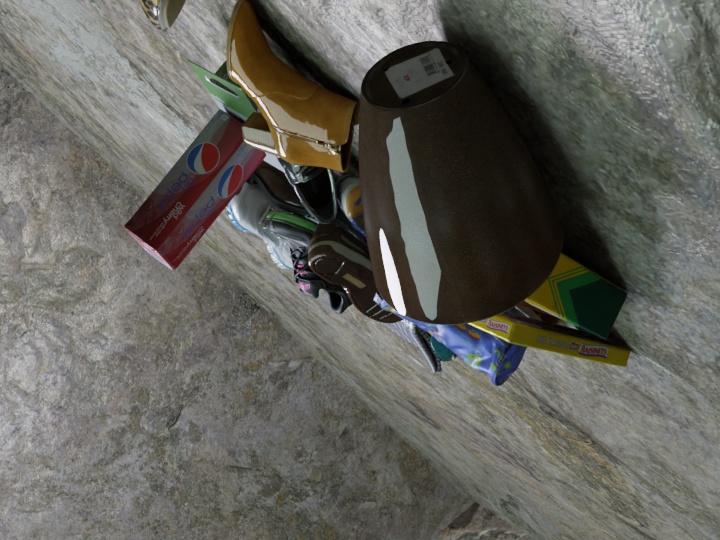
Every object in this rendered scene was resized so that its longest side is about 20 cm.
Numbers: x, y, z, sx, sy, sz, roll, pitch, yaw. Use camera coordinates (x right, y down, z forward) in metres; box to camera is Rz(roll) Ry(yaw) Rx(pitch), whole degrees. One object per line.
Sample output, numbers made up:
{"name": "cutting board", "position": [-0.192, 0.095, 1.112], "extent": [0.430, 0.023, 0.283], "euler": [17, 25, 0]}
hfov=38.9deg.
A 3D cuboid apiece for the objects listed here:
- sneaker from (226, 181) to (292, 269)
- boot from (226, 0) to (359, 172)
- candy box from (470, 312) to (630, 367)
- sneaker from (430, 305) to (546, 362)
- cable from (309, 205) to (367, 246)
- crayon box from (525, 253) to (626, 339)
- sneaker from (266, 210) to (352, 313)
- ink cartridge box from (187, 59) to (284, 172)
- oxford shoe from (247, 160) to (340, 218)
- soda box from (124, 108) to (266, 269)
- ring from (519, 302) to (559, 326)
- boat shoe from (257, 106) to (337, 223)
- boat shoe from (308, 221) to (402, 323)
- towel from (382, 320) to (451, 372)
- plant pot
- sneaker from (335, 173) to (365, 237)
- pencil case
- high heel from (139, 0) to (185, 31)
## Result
{"name": "sneaker", "position": [-0.117, -0.063, 1.506], "extent": [0.086, 0.076, 0.200], "euler": [20, 163, 42]}
{"name": "boot", "position": [-0.071, -0.206, 1.151], "extent": [0.141, 0.071, 0.204], "euler": [12, 136, 16]}
{"name": "candy box", "position": [0.212, 0.074, 1.183], "extent": [0.197, 0.027, 0.102], "euler": [14, -177, -36]}
{"name": "sneaker", "position": [0.151, 0.074, 1.352], "extent": [0.199, 0.121, 0.084], "euler": [28, 165, 43]}
{"name": "cable", "position": [-0.018, -0.052, 1.530], "extent": [0.199, 0.069, 0.200], "euler": [40, 166, 13]}
{"name": "crayon box", "position": [0.152, -0.010, 1.059], "extent": [0.199, 0.059, 0.171], "euler": [29, -176, 42]}
{"name": "sneaker", "position": [-0.064, -0.010, 1.440], "extent": [0.200, 0.084, 0.076], "euler": [45, 165, -31]}
{"name": "ink cartridge box", "position": [-0.134, -0.213, 1.318], "extent": [0.103, 0.060, 0.201], "euler": [33, 167, 30]}
{"name": "oxford shoe", "position": [-0.099, -0.138, 1.425], "extent": [0.199, 0.086, 0.072], "euler": [37, -149, 30]}
{"name": "soda box", "position": [-0.210, -0.104, 1.313], "extent": [0.063, 0.201, 0.070], "euler": [32, 168, 22]}
{"name": "ring", "position": [0.157, 0.028, 1.211], "extent": [0.197, 0.020, 0.200], "euler": [19, -176, -1]}
{"name": "boat shoe", "position": [-0.066, -0.142, 1.282], "extent": [0.071, 0.071, 0.201], "euler": [54, 175, 43]}
{"name": "boat shoe", "position": [0.005, -0.002, 1.406], "extent": [0.074, 0.076, 0.202], "euler": [-21, 139, 26]}
{"name": "towel", "position": [0.076, 0.068, 1.667], "extent": [0.165, 0.086, 0.201], "euler": [33, 167, 34]}
{"name": "plant pot", "position": [0.072, -0.091, 0.897], "extent": [0.186, 0.187, 0.202], "euler": [28, 151, 42]}
{"name": "sneaker", "position": [0.037, -0.059, 1.385], "extent": [0.201, 0.075, 0.088], "euler": [52, 178, -36]}
{"name": "pencil case", "position": [0.116, 0.061, 1.281], "extent": [0.198, 0.079, 0.087], "euler": [33, 172, 18]}
{"name": "high heel", "position": [-0.251, -0.353, 1.099], "extent": [0.141, 0.072, 0.201], "euler": [32, 152, 4]}
